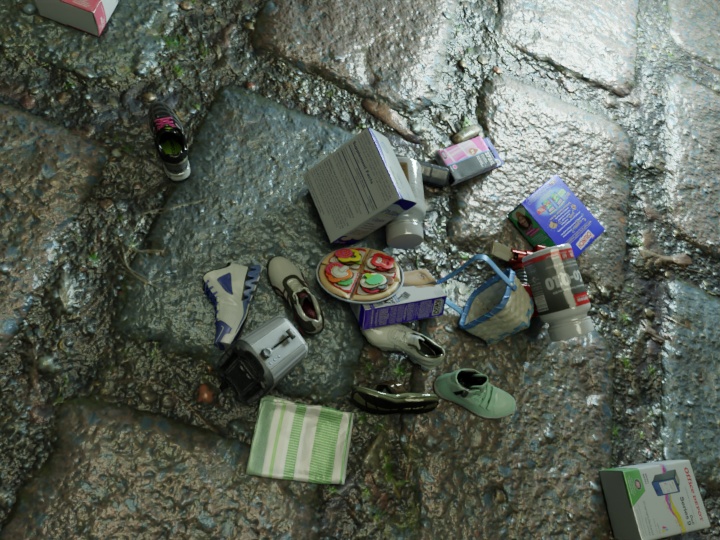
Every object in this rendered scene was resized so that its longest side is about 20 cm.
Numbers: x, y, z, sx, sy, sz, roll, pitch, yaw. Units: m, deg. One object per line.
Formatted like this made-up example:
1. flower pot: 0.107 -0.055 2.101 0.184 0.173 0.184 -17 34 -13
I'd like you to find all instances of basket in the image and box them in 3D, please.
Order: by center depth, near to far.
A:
1. basket: 0.284 0.065 1.193 0.199 0.176 0.140 38 48 -15

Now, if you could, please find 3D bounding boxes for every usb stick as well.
1. usb stick: 0.136 -0.262 1.339 0.198 0.033 0.056 12 96 -11

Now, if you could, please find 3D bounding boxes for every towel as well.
1. towel: -0.117 0.344 1.043 0.198 0.023 0.154 13 68 -12

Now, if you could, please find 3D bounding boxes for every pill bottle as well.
1. pill bottle: 0.450 0.051 1.168 0.113 0.114 0.202 -12 80 -20
2. pill bottle: 0.099 -0.161 1.250 0.113 0.114 0.202 2 69 -16

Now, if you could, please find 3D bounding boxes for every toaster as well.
1. toaster: -0.191 0.176 1.008 0.114 0.200 0.129 50 48 5

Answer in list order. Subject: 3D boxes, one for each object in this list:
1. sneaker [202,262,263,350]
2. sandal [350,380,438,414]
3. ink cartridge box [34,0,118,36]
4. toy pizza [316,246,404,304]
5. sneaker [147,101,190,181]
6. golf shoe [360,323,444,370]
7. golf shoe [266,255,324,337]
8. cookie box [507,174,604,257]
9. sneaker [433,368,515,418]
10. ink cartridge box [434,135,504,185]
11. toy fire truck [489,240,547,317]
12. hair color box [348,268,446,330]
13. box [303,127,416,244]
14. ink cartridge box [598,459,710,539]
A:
1. sneaker: -0.286 0.064 1.077 0.114 0.081 0.201 17 59 -6
2. sandal: 0.071 0.270 1.108 0.199 0.080 0.058 9 50 -20
3. ink cartridge box: -0.665 -0.688 1.240 0.145 0.083 0.202 18 66 -9
4. toy pizza: 0.000 0.000 1.151 0.198 0.032 0.201 4 38 -3
5. sneaker: -0.432 -0.307 1.162 0.073 0.088 0.202 -14 74 -21
6. golf shoe: 0.099 0.148 1.143 0.199 0.097 0.079 25 67 -4
7. golf shoe: -0.134 0.044 1.118 0.077 0.088 0.201 -29 79 -22
8. cookie box: 0.525 -0.128 1.385 0.171 0.075 0.200 -36 83 -25
9. sneaker: 0.273 0.273 1.134 0.199 0.118 0.074 18 64 -10
10. ink cartridge box: 0.305 -0.308 1.413 0.199 0.037 0.095 -24 78 -25
11. toy fire truck: 0.402 0.011 1.281 0.198 0.129 0.178 11 67 0
12. hair color box: 0.080 0.062 1.162 0.198 0.065 0.110 -7 37 -20
13. box: -0.002 -0.185 1.176 0.105 0.199 0.185 1 62 -60
14. ink cartridge box: 0.668 0.520 1.175 0.198 0.088 0.147 0 69 -18
